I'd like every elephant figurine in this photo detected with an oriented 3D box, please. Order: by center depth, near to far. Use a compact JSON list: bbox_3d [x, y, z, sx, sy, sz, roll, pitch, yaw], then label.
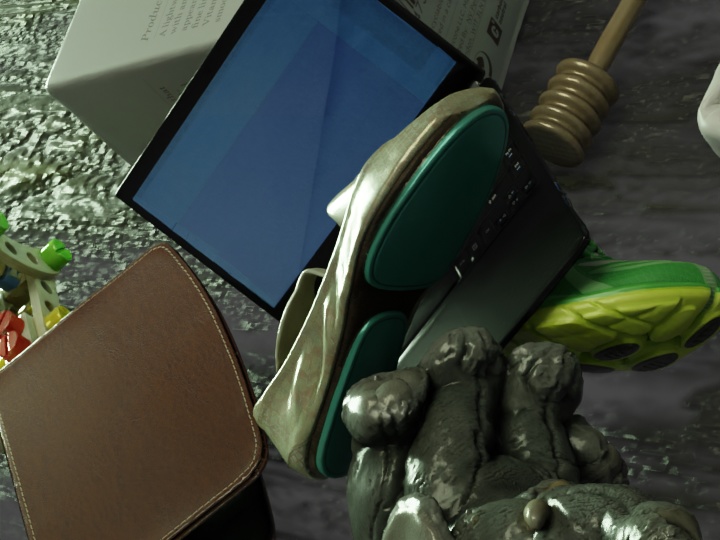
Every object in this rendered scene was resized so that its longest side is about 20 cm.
[{"bbox_3d":[0.058,0.124,0.729,0.140,0.156,0.201,-19,33,1],"label":"elephant figurine"}]

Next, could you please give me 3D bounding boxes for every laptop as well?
[{"bbox_3d":[-0.012,-0.026,0.854,0.178,0.103,0.201,-53,38,25],"label":"laptop"}]

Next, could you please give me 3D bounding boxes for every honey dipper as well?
[{"bbox_3d":[0.148,-0.146,0.961,0.038,0.038,0.201,11,64,48],"label":"honey dipper"}]

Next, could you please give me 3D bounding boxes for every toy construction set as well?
[{"bbox_3d":[-0.216,0.040,1.074,0.092,0.131,0.201,-29,42,23],"label":"toy construction set"}]

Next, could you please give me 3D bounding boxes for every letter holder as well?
[{"bbox_3d":[-0.097,0.099,0.937,0.142,0.101,0.200,-40,39,7],"label":"letter holder"}]

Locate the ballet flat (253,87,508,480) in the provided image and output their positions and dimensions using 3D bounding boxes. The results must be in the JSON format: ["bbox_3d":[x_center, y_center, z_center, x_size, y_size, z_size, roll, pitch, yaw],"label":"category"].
[{"bbox_3d":[0.000,0.000,0.802,0.062,0.067,0.201,37,111,36],"label":"ballet flat"}]

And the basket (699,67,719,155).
[{"bbox_3d":[0.271,-0.081,0.673,0.197,0.161,0.201,12,66,48],"label":"basket"}]

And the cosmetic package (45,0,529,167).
[{"bbox_3d":[-0.038,-0.137,1.025,0.199,0.165,0.166,-7,53,40],"label":"cosmetic package"}]

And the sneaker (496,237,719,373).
[{"bbox_3d":[0.085,0.002,0.856,0.199,0.074,0.084,0,71,44],"label":"sneaker"}]
